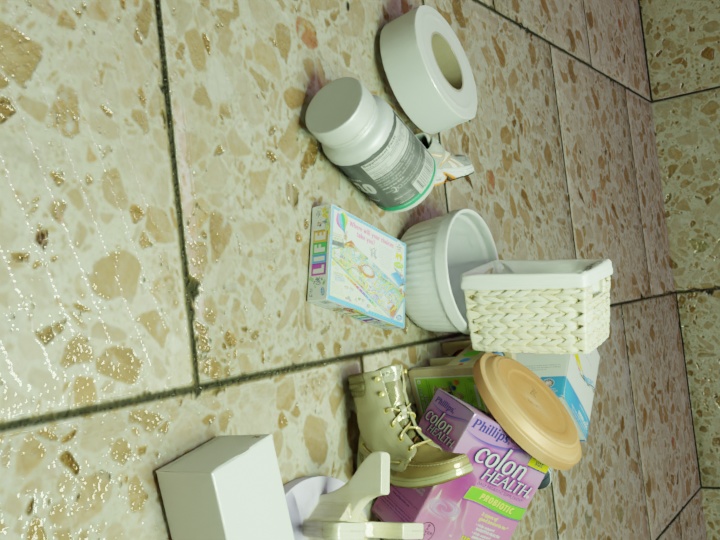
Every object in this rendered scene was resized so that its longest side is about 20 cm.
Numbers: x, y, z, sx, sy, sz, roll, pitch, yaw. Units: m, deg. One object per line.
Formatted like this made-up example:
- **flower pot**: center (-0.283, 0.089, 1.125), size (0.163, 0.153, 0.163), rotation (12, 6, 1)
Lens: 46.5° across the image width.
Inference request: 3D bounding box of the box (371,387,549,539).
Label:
- **box**: center (0.148, 0.299, 1.187), size (0.176, 0.097, 0.200), rotation (30, 88, -30)

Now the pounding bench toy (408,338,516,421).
- **pounding bench toy**: center (0.187, 0.223, 1.356), size (0.156, 0.124, 0.200), rotation (-28, 107, -56)

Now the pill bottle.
- **pill bottle**: center (0.017, -0.177, 1.192), size (0.200, 0.113, 0.113), rotation (41, 51, -45)

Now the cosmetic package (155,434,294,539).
- **cosmetic package**: center (-0.132, 0.286, 0.889), size (0.108, 0.085, 0.200), rotation (-19, 98, -57)

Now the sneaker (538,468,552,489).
- **sneaker**: center (0.278, 0.343, 1.516), size (0.200, 0.078, 0.079), rotation (52, 37, -22)

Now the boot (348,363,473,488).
- **boot**: center (0.058, 0.200, 1.102), size (0.073, 0.200, 0.156), rotation (-3, 84, -37)

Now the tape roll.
- **tape roll**: center (0.116, -0.330, 1.386), size (0.202, 0.071, 0.203), rotation (37, 43, -44)

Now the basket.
- **basket**: center (0.268, 0.053, 1.266), size (0.136, 0.200, 0.124), rotation (-18, 105, -56)

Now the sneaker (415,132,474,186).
- **sneaker**: center (0.127, -0.190, 1.405), size (0.200, 0.076, 0.092), rotation (-23, 99, -57)

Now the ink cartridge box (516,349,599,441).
- **ink cartridge box**: center (0.355, 0.202, 1.599), size (0.145, 0.147, 0.200), rotation (55, 42, -35)

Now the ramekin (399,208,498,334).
- **ramekin**: center (0.138, 0.007, 1.346), size (0.200, 0.105, 0.200), rotation (19, 67, -54)

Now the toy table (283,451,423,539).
- **toy table**: center (-0.016, 0.317, 1.033), size (0.200, 0.117, 0.184), rotation (3, 80, -56)

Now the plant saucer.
- **plant saucer**: center (0.245, 0.196, 1.209), size (0.200, 0.032, 0.200), rotation (37, 22, -18)

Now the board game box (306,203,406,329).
- **board game box**: center (0.000, 0.000, 1.200), size (0.200, 0.034, 0.135), rotation (25, 63, -52)
